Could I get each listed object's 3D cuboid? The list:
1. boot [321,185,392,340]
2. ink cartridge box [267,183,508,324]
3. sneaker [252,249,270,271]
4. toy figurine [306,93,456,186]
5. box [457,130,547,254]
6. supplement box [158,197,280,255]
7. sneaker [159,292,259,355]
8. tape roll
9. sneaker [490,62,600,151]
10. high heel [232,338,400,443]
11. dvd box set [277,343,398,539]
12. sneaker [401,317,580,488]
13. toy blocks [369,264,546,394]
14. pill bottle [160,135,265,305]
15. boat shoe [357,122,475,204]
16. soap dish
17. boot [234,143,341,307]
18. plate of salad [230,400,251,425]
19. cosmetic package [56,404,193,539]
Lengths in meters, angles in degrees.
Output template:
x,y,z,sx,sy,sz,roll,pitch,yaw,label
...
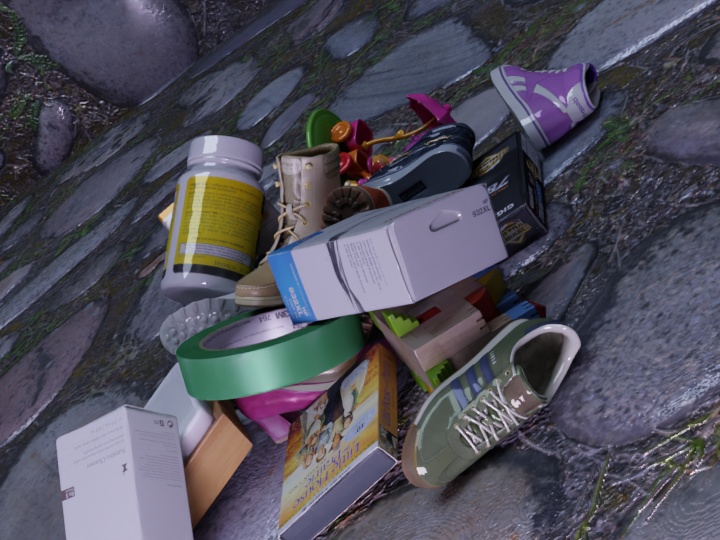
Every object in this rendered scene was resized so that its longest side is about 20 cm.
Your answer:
x,y,z,sx,sy,sz,roll,pitch,yaw,label
0.000,0.000,1.749,0.075,0.200,0.107,11,12,18,boot
0.027,-0.016,1.562,0.145,0.084,0.200,-24,8,-38,ink cartridge box
-0.042,-0.025,1.884,0.200,0.076,0.091,-30,-23,3,sneaker
0.043,-0.154,2.028,0.184,0.150,0.200,-19,49,26,toy figurine
0.118,-0.053,1.763,0.200,0.050,0.199,-34,20,21,box
-0.152,-0.034,2.006,0.126,0.200,0.074,-41,-24,-1,supplement box
-0.141,0.058,1.840,0.200,0.076,0.081,-15,4,-4,sneaker
-0.096,0.081,1.644,0.200,0.048,0.200,-14,12,3,tape roll
0.234,-0.220,1.882,0.114,0.073,0.201,-34,30,6,sneaker
-0.049,0.106,1.658,0.200,0.096,0.067,-31,22,26,high heel
-0.021,0.173,1.536,0.146,0.029,0.200,-44,18,20,dvd box set
0.122,0.113,1.371,0.200,0.067,0.090,-46,15,-23,sneaker
0.100,0.047,1.543,0.137,0.100,0.200,-31,19,-7,toy blocks
-0.180,-0.060,1.920,0.114,0.114,0.200,-14,63,51,pill bottle
0.053,-0.103,1.833,0.200,0.071,0.091,-27,20,25,boat shoe
-0.199,0.200,1.718,0.157,0.081,0.200,-55,20,3,soap dish
-0.079,-0.053,1.737,0.073,0.156,0.200,10,25,36,boot
-0.109,0.111,1.832,0.200,0.048,0.200,-36,21,16,plate of salad
-0.238,0.253,1.569,0.113,0.081,0.200,-28,61,31,cosmetic package
